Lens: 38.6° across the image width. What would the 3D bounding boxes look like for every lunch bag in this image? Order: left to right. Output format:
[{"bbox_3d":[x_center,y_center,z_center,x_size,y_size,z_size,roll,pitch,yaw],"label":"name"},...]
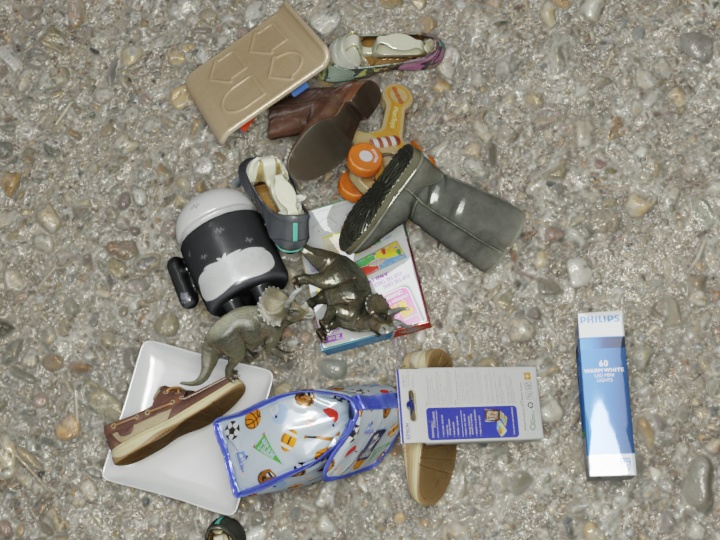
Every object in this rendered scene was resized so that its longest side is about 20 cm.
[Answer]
[{"bbox_3d":[-0.049,0.203,1.277,0.200,0.170,0.124,-27,75,22],"label":"lunch bag"}]

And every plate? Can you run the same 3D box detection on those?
[{"bbox_3d":[-0.232,0.213,1.405,0.199,0.032,0.201,12,79,14],"label":"plate"}]

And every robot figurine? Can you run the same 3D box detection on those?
[{"bbox_3d":[-0.174,-0.015,1.407,0.150,0.125,0.200,-16,70,-33],"label":"robot figurine"}]

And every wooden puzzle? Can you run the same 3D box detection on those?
[{"bbox_3d":[-0.146,-0.280,1.479,0.200,0.046,0.185,-38,44,3],"label":"wooden puzzle"}]

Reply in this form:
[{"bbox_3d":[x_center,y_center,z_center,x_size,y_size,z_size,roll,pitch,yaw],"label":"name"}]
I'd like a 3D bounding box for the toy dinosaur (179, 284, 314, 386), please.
[{"bbox_3d":[-0.149,0.082,1.325,0.199,0.102,0.077,-21,33,4],"label":"toy dinosaur"}]

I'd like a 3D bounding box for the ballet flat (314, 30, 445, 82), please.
[{"bbox_3d":[0.021,-0.315,1.473,0.199,0.071,0.069,-4,76,9],"label":"ballet flat"}]

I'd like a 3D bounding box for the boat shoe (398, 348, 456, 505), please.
[{"bbox_3d":[0.081,0.204,1.340,0.064,0.071,0.201,-10,68,45],"label":"boat shoe"}]

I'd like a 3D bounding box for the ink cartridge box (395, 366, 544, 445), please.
[{"bbox_3d":[0.135,0.171,1.303,0.199,0.037,0.095,2,74,-22],"label":"ink cartridge box"}]

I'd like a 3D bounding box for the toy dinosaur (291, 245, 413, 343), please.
[{"bbox_3d":[-0.025,0.030,1.353,0.102,0.077,0.200,-27,61,-15],"label":"toy dinosaur"}]

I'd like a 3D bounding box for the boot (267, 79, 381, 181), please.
[{"bbox_3d":[-0.085,-0.189,1.402,0.200,0.064,0.186,7,47,51],"label":"boot"}]

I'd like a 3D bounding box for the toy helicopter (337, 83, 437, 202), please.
[{"bbox_3d":[0.050,-0.176,1.413,0.132,0.079,0.200,14,58,-6],"label":"toy helicopter"}]

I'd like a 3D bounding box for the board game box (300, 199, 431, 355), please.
[{"bbox_3d":[0.000,0.000,1.413,0.153,0.040,0.201,-15,74,6],"label":"board game box"}]

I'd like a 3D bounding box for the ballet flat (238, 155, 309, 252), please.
[{"bbox_3d":[-0.113,-0.109,1.365,0.073,0.073,0.200,-30,48,2],"label":"ballet flat"}]

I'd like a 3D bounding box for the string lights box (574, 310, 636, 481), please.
[{"bbox_3d":[0.304,0.159,1.286,0.059,0.103,0.201,-4,76,10],"label":"string lights box"}]

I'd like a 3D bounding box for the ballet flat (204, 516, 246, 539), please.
[{"bbox_3d":[-0.168,0.418,1.322,0.068,0.068,0.201,-18,74,5],"label":"ballet flat"}]

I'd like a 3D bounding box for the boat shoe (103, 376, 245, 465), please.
[{"bbox_3d":[-0.250,0.183,1.365,0.200,0.072,0.072,-31,69,4],"label":"boat shoe"}]

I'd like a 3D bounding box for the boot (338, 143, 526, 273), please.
[{"bbox_3d":[0.095,-0.053,1.357,0.182,0.200,0.073,-49,32,17],"label":"boot"}]
